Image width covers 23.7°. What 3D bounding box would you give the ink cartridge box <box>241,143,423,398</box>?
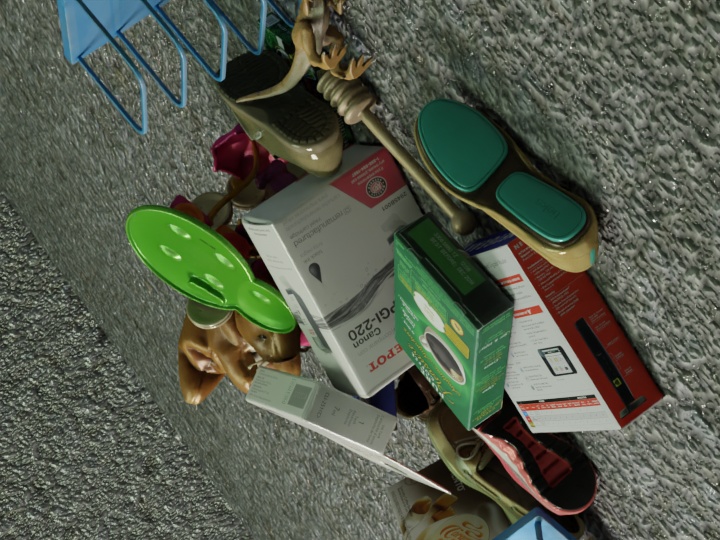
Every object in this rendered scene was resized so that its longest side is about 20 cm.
[{"bbox_3d":[0.000,0.000,1.654,0.201,0.145,0.085,62,161,-18],"label":"ink cartridge box"}]

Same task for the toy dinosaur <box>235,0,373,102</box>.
[{"bbox_3d":[-0.044,-0.206,1.542,0.106,0.060,0.201,48,138,32],"label":"toy dinosaur"}]

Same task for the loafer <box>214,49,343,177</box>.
[{"bbox_3d":[-0.079,-0.146,1.642,0.200,0.076,0.068,49,163,48],"label":"loafer"}]

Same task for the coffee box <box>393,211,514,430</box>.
[{"bbox_3d":[0.080,0.047,1.520,0.123,0.044,0.200,49,162,26],"label":"coffee box"}]

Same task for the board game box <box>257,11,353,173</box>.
[{"bbox_3d":[-0.045,-0.155,1.715,0.105,0.023,0.201,44,160,43],"label":"board game box"}]

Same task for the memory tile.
[{"bbox_3d":[-0.115,-0.037,1.798,0.154,0.199,0.017,55,172,31],"label":"memory tile"}]

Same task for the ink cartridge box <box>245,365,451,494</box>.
[{"bbox_3d":[-0.008,0.158,1.736,0.175,0.045,0.200,27,173,-19],"label":"ink cartridge box"}]

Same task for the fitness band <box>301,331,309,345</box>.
[{"bbox_3d":[-0.058,0.011,1.937,0.200,0.037,0.145,158,103,-76],"label":"fitness band"}]

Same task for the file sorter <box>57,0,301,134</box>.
[{"bbox_3d":[-0.161,-0.241,1.576,0.123,0.200,0.139,50,163,13],"label":"file sorter"}]

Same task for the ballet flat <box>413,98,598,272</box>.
[{"bbox_3d":[0.114,-0.063,1.362,0.200,0.069,0.063,46,175,35],"label":"ballet flat"}]

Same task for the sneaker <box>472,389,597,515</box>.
[{"bbox_3d":[0.145,0.162,1.671,0.201,0.074,0.087,53,165,13],"label":"sneaker"}]

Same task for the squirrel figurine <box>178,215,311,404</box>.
[{"bbox_3d":[-0.122,0.033,1.869,0.187,0.140,0.202,142,119,-67],"label":"squirrel figurine"}]

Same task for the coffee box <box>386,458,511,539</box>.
[{"bbox_3d":[0.111,0.291,1.839,0.080,0.114,0.200,61,-176,-30],"label":"coffee box"}]

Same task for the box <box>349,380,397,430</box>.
[{"bbox_3d":[0.006,0.061,1.829,0.121,0.032,0.202,-138,42,-74],"label":"box"}]

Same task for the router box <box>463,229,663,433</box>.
[{"bbox_3d":[0.156,0.052,1.478,0.180,0.049,0.200,58,164,-4],"label":"router box"}]

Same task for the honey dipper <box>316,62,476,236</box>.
[{"bbox_3d":[0.034,-0.106,1.554,0.200,0.038,0.038,50,163,16],"label":"honey dipper"}]

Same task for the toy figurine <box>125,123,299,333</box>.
[{"bbox_3d":[-0.106,-0.063,1.737,0.199,0.185,0.150,32,151,0],"label":"toy figurine"}]

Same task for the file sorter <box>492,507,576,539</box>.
[{"bbox_3d":[0.150,0.362,1.678,0.139,0.200,0.123,40,-157,-23],"label":"file sorter"}]

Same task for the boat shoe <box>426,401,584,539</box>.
[{"bbox_3d":[0.149,0.205,1.751,0.201,0.073,0.063,50,156,13],"label":"boat shoe"}]

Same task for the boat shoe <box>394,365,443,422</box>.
[{"bbox_3d":[0.063,0.124,1.831,0.075,0.075,0.203,51,163,16],"label":"boat shoe"}]
